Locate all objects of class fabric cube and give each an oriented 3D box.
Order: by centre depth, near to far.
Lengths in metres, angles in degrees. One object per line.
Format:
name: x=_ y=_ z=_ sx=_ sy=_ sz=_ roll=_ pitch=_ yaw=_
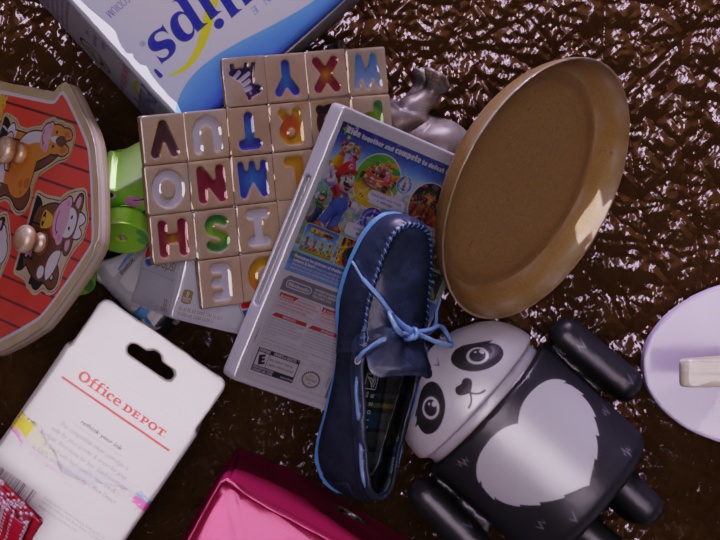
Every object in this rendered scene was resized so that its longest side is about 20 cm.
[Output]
fabric cube: x=-0.055 y=0.260 z=1.697 sx=0.196 sy=0.199 sz=0.200 roll=29 pitch=90 yaw=-1

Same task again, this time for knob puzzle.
knob puzzle: x=-0.237 y=-0.038 z=1.698 sx=0.030 sy=0.219 sz=0.220 roll=15 pitch=91 yaw=-37

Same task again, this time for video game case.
video game case: x=0.000 y=0.000 z=1.684 sx=0.143 sy=0.018 sz=0.200 roll=21 pitch=92 yaw=-36

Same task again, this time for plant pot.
plant pot: x=0.117 y=-0.061 z=1.716 sx=0.027 sy=0.200 sz=0.200 roll=29 pitch=91 yaw=34

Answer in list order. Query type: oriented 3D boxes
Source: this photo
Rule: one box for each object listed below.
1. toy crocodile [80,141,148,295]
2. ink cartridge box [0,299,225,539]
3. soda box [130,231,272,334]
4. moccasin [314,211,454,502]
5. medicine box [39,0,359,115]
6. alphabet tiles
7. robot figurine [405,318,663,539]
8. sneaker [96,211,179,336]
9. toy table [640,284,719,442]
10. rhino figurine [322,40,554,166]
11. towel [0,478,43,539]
toy crocodile: x=-0.194 y=-0.038 z=1.712 sx=0.062 sy=0.200 sz=0.068 roll=22 pitch=54 yaw=-27
ink cartridge box: x=-0.194 y=0.130 z=1.758 sx=0.116 sy=0.067 sz=0.200 roll=35 pitch=92 yaw=-2
soda box: x=-0.056 y=0.019 z=1.714 sx=0.200 sy=0.068 sz=0.064 roll=14 pitch=91 yaw=-32
moccasin: x=0.025 y=0.062 z=1.665 sx=0.080 sy=0.068 sz=0.200 roll=-1 pitch=105 yaw=-34
medicine box: x=-0.122 y=-0.218 z=1.717 sx=0.182 sy=0.103 sz=0.200 roll=-43 pitch=88 yaw=-10
alphabet tiles: x=-0.060 y=-0.064 z=1.662 sx=0.200 sy=0.008 sz=0.168 roll=-8 pitch=95 yaw=-33
robot figurine: x=0.121 y=0.126 z=1.732 sx=0.200 sy=0.150 sz=0.125 roll=42 pitch=135 yaw=-2
sneaker: x=-0.122 y=-0.055 z=1.756 sx=0.087 sy=0.075 sz=0.200 roll=36 pitch=88 yaw=9
toy table: x=0.310 y=0.071 z=1.740 sx=0.200 sy=0.117 sz=0.184 roll=-12 pitch=92 yaw=-2
rhino figurine: x=0.034 y=-0.105 z=1.761 sx=0.200 sy=0.060 sz=0.088 roll=29 pitch=87 yaw=3
towel: x=-0.329 y=0.163 z=1.729 sx=0.200 sy=0.022 sz=0.145 roll=41 pitch=118 yaw=14
